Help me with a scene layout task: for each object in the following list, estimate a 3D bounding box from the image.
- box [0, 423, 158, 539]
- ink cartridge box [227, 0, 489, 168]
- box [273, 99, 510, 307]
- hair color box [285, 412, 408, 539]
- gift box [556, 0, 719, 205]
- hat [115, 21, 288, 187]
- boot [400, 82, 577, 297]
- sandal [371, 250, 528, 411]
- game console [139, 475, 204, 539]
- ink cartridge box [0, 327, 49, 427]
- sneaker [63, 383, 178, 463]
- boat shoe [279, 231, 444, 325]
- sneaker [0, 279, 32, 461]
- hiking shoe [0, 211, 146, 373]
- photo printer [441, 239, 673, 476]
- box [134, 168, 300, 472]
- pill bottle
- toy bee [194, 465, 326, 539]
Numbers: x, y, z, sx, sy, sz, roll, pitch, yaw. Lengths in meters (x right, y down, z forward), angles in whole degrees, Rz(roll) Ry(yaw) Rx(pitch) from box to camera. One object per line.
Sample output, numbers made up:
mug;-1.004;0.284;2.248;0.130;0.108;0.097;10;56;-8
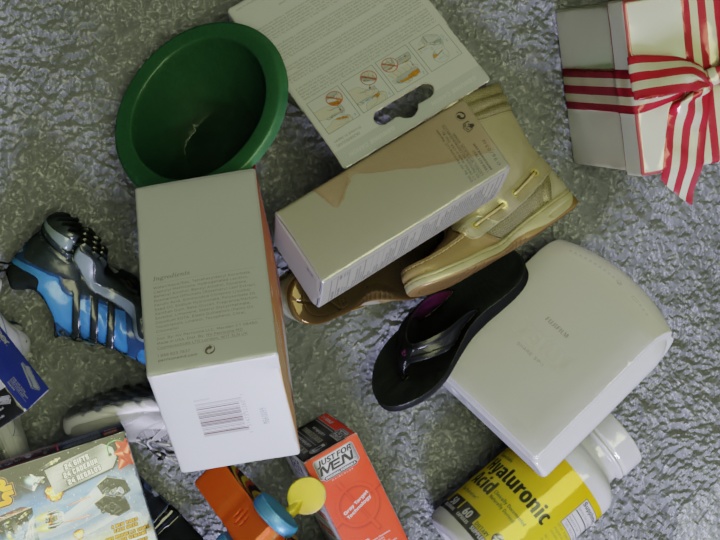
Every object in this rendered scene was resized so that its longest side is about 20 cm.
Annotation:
box;-0.285;0.231;1.389;0.199;0.040;0.137;-17;100;-12
ink cartridge box;-0.002;-0.197;1.436;0.162;0.050;0.200;-32;71;-11
box;0.026;-0.058;1.400;0.200;0.095;0.078;-31;80;-13
hair color box;-0.001;0.244;1.514;0.061;0.101;0.200;-29;104;-12
gift box;0.310;-0.174;1.510;0.184;0.187;0.201;-16;100;-14
hat;-0.120;-0.106;1.470;0.200;0.166;0.176;-49;150;0
boot;0.092;-0.078;1.494;0.200;0.073;0.156;-31;88;-21
sandal;0.077;0.047;1.510;0.201;0.075;0.048;-48;141;-12
game console;-0.234;0.298;1.436;0.200;0.118;0.171;-44;72;-7
ink cartridge box;-0.369;0.117;1.357;0.200;0.044;0.094;-31;100;29
sneaker;-0.174;0.150;1.464;0.199;0.075;0.082;-1;96;-17
boat shoe;0.000;0.000;1.501;0.200;0.066;0.074;-14;101;-35
sneaker;-0.327;0.094;1.414;0.087;0.074;0.201;-34;121;-39
hiking shoe;-0.236;0.040;1.444;0.087;0.074;0.200;-40;101;9
photo printer;0.189;0.076;1.525;0.200;0.069;0.166;-43;61;-7
box;-0.120;0.042;1.335;0.106;0.200;0.152;-9;142;0
pill bottle;0.177;0.221;1.558;0.200;0.111;0.111;-39;106;-9
toy bee;-0.080;0.259;1.423;0.131;0.200;0.109;-31;132;17
